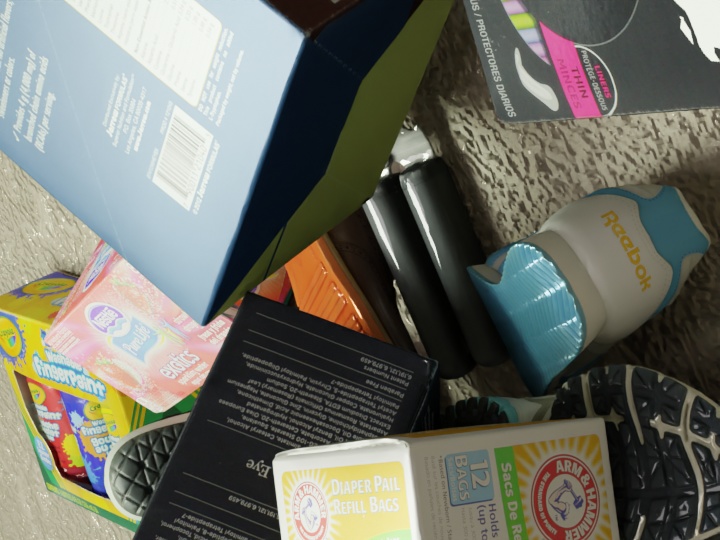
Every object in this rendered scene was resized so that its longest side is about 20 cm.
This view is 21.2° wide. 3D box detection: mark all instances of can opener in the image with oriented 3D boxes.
[{"bbox_3d":[0.020,-0.034,1.013,0.052,0.066,0.201,-19,101,35],"label":"can opener"}]

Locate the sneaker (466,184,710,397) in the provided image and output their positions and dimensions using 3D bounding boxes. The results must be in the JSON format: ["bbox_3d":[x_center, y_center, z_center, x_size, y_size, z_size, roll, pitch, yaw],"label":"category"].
[{"bbox_3d":[0.105,0.009,0.907,0.077,0.081,0.200,61,170,2],"label":"sneaker"}]

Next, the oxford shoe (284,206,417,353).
[{"bbox_3d":[0.000,0.000,1.061,0.201,0.073,0.071,61,149,14],"label":"oxford shoe"}]

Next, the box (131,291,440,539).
[{"bbox_3d":[-0.039,0.140,0.957,0.104,0.183,0.200,19,159,10],"label":"box"}]

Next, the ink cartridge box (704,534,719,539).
[{"bbox_3d":[0.201,0.134,0.895,0.161,0.047,0.200,65,167,-2],"label":"ink cartridge box"}]

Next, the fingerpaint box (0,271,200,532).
[{"bbox_3d":[-0.190,0.100,1.440,0.200,0.073,0.168,13,123,54],"label":"fingerpaint box"}]

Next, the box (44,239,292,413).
[{"bbox_3d":[-0.110,0.005,1.177,0.094,0.103,0.200,32,155,-12],"label":"box"}]

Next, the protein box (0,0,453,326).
[{"bbox_3d":[-0.082,-0.126,0.894,0.200,0.135,0.199,40,140,14],"label":"protein box"}]

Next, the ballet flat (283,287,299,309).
[{"bbox_3d":[-0.027,0.078,1.189,0.074,0.074,0.200,50,149,24],"label":"ballet flat"}]

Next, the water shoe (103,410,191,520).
[{"bbox_3d":[-0.053,0.095,1.126,0.079,0.199,0.072,176,84,-81],"label":"water shoe"}]

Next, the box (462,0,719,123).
[{"bbox_3d":[0.132,-0.131,0.721,0.200,0.106,0.123,0,113,57],"label":"box"}]

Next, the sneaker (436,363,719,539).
[{"bbox_3d":[0.120,0.083,0.875,0.200,0.086,0.078,-3,84,54],"label":"sneaker"}]

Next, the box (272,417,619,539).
[{"bbox_3d":[0.044,0.167,0.813,0.101,0.112,0.201,-13,83,53],"label":"box"}]
